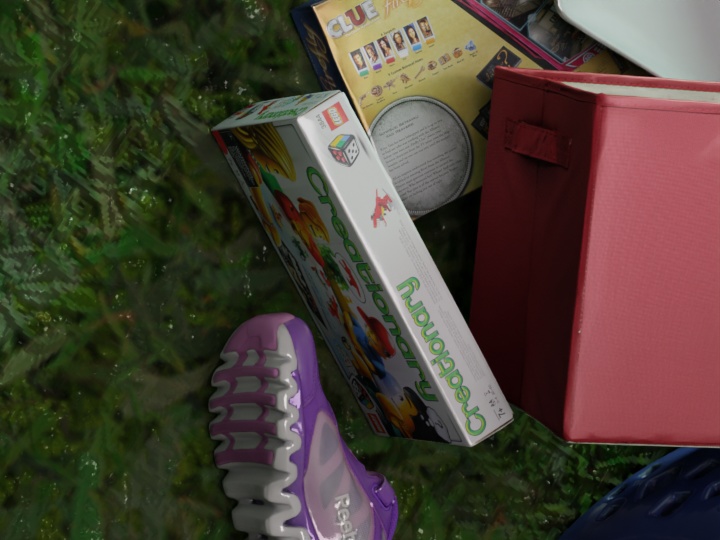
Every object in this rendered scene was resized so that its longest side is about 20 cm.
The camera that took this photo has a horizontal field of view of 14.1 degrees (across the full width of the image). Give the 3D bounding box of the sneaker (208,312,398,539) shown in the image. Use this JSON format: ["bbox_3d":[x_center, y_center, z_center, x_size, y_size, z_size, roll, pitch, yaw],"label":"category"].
[{"bbox_3d":[-0.024,0.119,1.586,0.088,0.080,0.201,-12,99,-30],"label":"sneaker"}]

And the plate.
[{"bbox_3d":[0.199,-0.185,1.677,0.200,0.032,0.200,31,66,-30],"label":"plate"}]

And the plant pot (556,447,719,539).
[{"bbox_3d":[0.254,0.172,1.642,0.200,0.200,0.180,48,66,-15],"label":"plant pot"}]

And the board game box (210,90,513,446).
[{"bbox_3d":[0.000,0.000,1.565,0.035,0.126,0.200,-33,102,-20],"label":"board game box"}]

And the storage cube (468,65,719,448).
[{"bbox_3d":[0.171,-0.008,1.548,0.199,0.171,0.180,4,98,-17],"label":"storage cube"}]

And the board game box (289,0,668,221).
[{"bbox_3d":[0.075,-0.127,1.647,0.200,0.035,0.136,-27,100,-21],"label":"board game box"}]
